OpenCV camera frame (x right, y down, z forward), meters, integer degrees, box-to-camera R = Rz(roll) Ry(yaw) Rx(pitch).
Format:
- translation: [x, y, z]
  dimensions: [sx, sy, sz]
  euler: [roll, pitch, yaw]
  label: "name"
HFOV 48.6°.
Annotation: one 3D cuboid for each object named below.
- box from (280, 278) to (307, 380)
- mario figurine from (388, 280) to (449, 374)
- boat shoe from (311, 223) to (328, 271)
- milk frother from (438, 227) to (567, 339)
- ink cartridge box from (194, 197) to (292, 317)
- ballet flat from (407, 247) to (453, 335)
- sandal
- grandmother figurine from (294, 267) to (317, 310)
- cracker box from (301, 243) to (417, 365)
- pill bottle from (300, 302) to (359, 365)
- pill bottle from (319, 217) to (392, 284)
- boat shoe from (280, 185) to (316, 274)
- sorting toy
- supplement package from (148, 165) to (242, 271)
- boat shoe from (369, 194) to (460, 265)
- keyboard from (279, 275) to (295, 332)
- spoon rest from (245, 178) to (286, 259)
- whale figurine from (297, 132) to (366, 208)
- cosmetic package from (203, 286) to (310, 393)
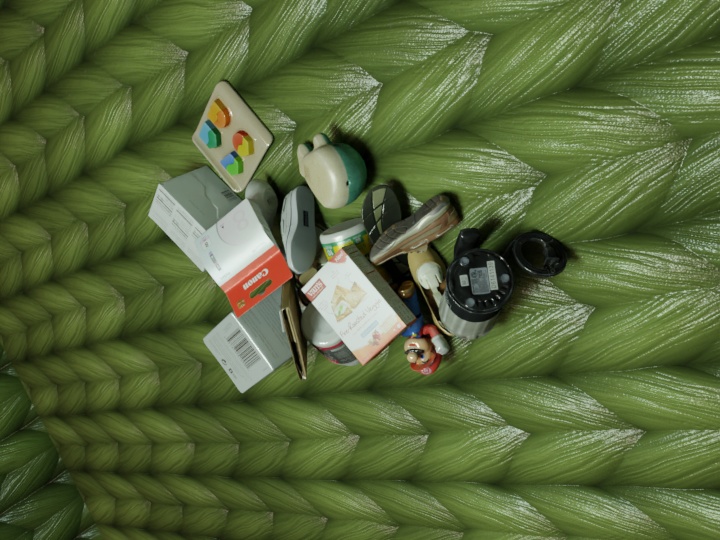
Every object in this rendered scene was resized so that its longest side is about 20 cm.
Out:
- translation: [-0.137, 0.112, 1.670]
  dimensions: [0.021, 0.200, 0.164]
  euler: [-13, 111, 1]
  label: "box"
- translation: [0.101, 0.127, 1.598]
  dimensions: [0.200, 0.106, 0.123]
  euler: [65, 168, -17]
  label: "mario figurine"
- translation: [-0.074, -0.021, 1.741]
  dimensions: [0.200, 0.068, 0.075]
  euler: [49, 136, 9]
  label: "boat shoe"
- translation: [0.252, 0.025, 1.444]
  dimensions: [0.200, 0.181, 0.188]
  euler: [11, 163, 5]
  label: "milk frother"
- translation: [-0.252, -0.028, 1.690]
  dimensions: [0.162, 0.057, 0.200]
  euler: [-37, 58, 15]
  label: "ink cartridge box"
- translation: [0.153, 0.039, 1.574]
  dimensions: [0.069, 0.063, 0.200]
  euler: [-26, 104, 2]
  label: "ballet flat"
- translation: [0.051, -0.081, 1.600]
  dimensions: [0.080, 0.057, 0.201]
  euler: [-14, 121, 4]
  label: "sandal"
- translation: [-0.115, 0.053, 1.777]
  dimensions: [0.200, 0.060, 0.121]
  euler: [138, 121, -77]
  label: "grandmother figurine"
- translation: [-0.005, 0.066, 1.568]
  dimensions: [0.200, 0.058, 0.134]
  euler: [50, 118, 10]
  label: "cracker box"
- translation: [-0.047, 0.139, 1.725]
  dimensions: [0.111, 0.111, 0.200]
  euler: [29, 168, 26]
  label: "pill bottle"
- translation: [0.000, 0.000, 1.656]
  dimensions: [0.113, 0.113, 0.200]
  euler: [-8, 108, 44]
  label: "pill bottle"
- translation: [-0.137, -0.081, 1.712]
  dimensions: [0.065, 0.074, 0.200]
  euler: [-21, 56, 44]
  label: "boat shoe"
- translation: [-0.298, -0.297, 1.805]
  dimensions: [0.185, 0.036, 0.200]
  euler: [50, 136, 7]
  label: "sorting toy"
- translation: [-0.366, -0.124, 1.876]
  dimensions: [0.200, 0.156, 0.111]
  euler: [44, 132, 13]
  label: "supplement package"
- translation: [0.104, -0.063, 1.528]
  dimensions: [0.200, 0.076, 0.072]
  euler: [-34, 115, 27]
  label: "boat shoe"
- translation: [-0.163, 0.059, 1.791]
  dimensions: [0.011, 0.200, 0.056]
  euler: [2, 122, 3]
  label: "keyboard"
- translation: [-0.204, -0.112, 1.794]
  dimensions: [0.061, 0.099, 0.200]
  euler: [-13, 113, 31]
  label: "spoon rest"
- translation: [-0.059, -0.206, 1.621]
  dimensions: [0.200, 0.104, 0.159]
  euler: [35, 138, 55]
  label: "whale figurine"
- translation: [-0.223, 0.150, 1.876]
  dimensions: [0.165, 0.200, 0.165]
  euler: [54, 136, 3]
  label: "cosmetic package"
